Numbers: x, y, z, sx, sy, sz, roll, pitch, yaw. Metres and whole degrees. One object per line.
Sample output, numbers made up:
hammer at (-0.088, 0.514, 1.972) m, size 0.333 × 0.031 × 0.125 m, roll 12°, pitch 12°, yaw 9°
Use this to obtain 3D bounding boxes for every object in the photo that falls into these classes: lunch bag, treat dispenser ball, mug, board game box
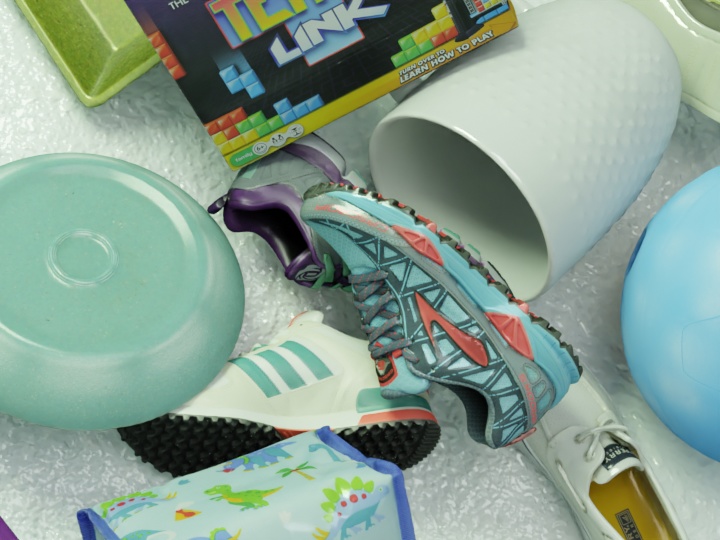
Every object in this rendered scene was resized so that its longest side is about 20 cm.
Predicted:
lunch bag at (-0.055, 0.212, 1.485) m, size 0.170 × 0.127 × 0.200 m, roll -18°, pitch 109°, yaw -22°
treat dispenser ball at (0.262, 0.027, 1.604) m, size 0.201 × 0.201 × 0.201 m, roll 5°, pitch 72°, yaw -17°
mug at (0.097, -0.106, 1.624) m, size 0.200 × 0.148 × 0.175 m, roll 43°, pitch 61°, yaw 8°
board game box at (-0.029, -0.171, 1.530) m, size 0.200 × 0.165 × 0.057 m, roll -27°, pitch 41°, yaw 6°

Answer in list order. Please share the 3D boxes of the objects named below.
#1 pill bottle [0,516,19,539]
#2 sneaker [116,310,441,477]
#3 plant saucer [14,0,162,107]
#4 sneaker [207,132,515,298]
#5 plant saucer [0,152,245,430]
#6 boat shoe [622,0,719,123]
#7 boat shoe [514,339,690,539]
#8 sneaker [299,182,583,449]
pill bottle at (-0.264, 0.148, 1.438) m, size 0.112 × 0.112 × 0.200 m, roll -38°, pitch 88°, yaw -24°
sneaker at (-0.053, 0.072, 1.567) m, size 0.200 × 0.070 × 0.093 m, roll 1°, pitch 52°, yaw -14°
plant saucer at (-0.138, -0.236, 1.594) m, size 0.200 × 0.048 × 0.200 m, roll -34°, pitch 86°, yaw 12°
sneaker at (0.000, 0.000, 1.589) m, size 0.200 × 0.074 × 0.088 m, roll 35°, pitch 51°, yaw 4°
plant saucer at (-0.165, 0.001, 1.524) m, size 0.200 × 0.036 × 0.200 m, roll 6°, pitch 55°, yaw -8°
boat shoe at (0.216, -0.146, 1.688) m, size 0.202 × 0.072 × 0.060 m, roll 37°, pitch 21°, yaw 33°
boat shoe at (0.150, 0.120, 1.608) m, size 0.071 × 0.070 × 0.200 m, roll -24°, pitch 83°, yaw -23°
sneaker at (0.035, 0.030, 1.522) m, size 0.200 × 0.079 × 0.096 m, roll 39°, pitch 81°, yaw -7°
